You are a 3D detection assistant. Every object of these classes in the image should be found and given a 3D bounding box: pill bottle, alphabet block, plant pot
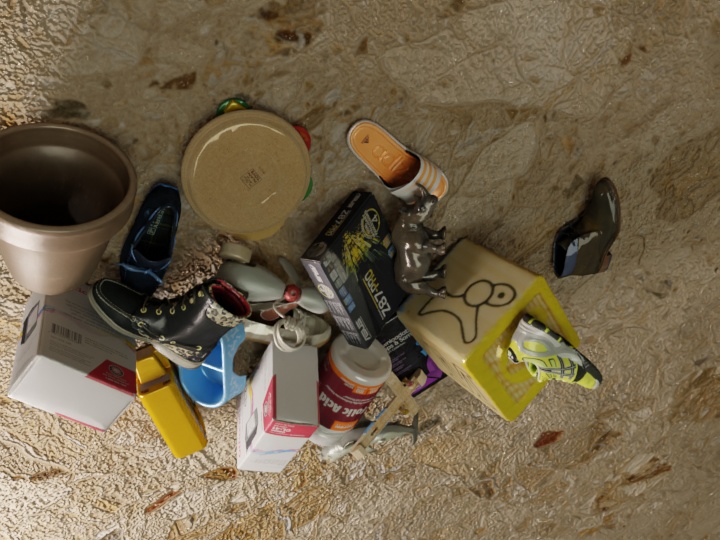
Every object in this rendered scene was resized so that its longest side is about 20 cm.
[{"bbox_3d":[-0.035,0.214,1.259,0.113,0.115,0.201,11,129,-25],"label":"pill bottle"},{"bbox_3d":[0.216,0.097,1.210,0.196,0.200,0.197,-47,126,-6],"label":"alphabet block"},{"bbox_3d":[-0.406,-0.067,0.938,0.198,0.202,0.175,5,139,-22],"label":"plant pot"}]

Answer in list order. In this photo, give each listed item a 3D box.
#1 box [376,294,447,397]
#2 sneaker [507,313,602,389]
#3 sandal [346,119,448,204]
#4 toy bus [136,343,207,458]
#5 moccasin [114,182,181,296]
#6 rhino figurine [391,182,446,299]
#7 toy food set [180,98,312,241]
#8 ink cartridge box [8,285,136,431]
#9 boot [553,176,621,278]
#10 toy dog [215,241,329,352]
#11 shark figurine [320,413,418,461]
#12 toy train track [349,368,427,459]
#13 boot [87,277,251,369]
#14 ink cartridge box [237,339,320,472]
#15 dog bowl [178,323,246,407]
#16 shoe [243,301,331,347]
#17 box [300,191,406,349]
[{"bbox_3d":[0.100,0.141,1.323,0.142,0.036,0.201,-33,124,2],"label":"box"},{"bbox_3d":[0.304,0.142,1.123,0.199,0.075,0.077,34,97,-27],"label":"sneaker"},{"bbox_3d":[0.061,-0.154,1.108,0.206,0.059,0.079,31,107,-32],"label":"sandal"},{"bbox_3d":[-0.324,0.218,1.192,0.064,0.079,0.202,-21,126,-6],"label":"toy bus"},{"bbox_3d":[-0.315,-0.031,1.044,0.080,0.068,0.202,7,121,-24],"label":"moccasin"},{"bbox_3d":[0.093,-0.046,1.129,0.086,0.060,0.202,0,122,8],"label":"rhino figurine"},{"bbox_3d":[-0.163,-0.144,1.041,0.199,0.049,0.198,32,106,-32],"label":"toy food set"},{"bbox_3d":[-0.404,0.112,1.013,0.147,0.201,0.086,32,107,-32],"label":"ink cartridge box"},{"bbox_3d":[0.405,-0.068,1.277,0.096,0.075,0.202,-15,127,-13],"label":"boot"},{"bbox_3d":[-0.153,0.030,1.125,0.200,0.096,0.133,39,73,-19],"label":"toy dog"},{"bbox_3d":[0.023,0.297,1.360,0.212,0.090,0.129,-12,153,-12],"label":"shark figurine"},{"bbox_3d":[0.058,0.264,1.296,0.200,0.032,0.115,-47,123,-16],"label":"toy train track"},{"bbox_3d":[-0.272,0.047,1.024,0.203,0.074,0.153,38,124,-23],"label":"boot"},{"bbox_3d":[-0.141,0.230,1.184,0.085,0.149,0.200,12,139,-23],"label":"ink cartridge box"},{"bbox_3d":[-0.246,0.138,1.152,0.110,0.050,0.202,16,123,17],"label":"dog bowl"},{"bbox_3d":[-0.137,0.089,1.180,0.198,0.070,0.054,8,138,-21],"label":"shoe"},{"bbox_3d":[0.000,0.000,1.141,0.162,0.049,0.201,-51,132,-29],"label":"box"}]
